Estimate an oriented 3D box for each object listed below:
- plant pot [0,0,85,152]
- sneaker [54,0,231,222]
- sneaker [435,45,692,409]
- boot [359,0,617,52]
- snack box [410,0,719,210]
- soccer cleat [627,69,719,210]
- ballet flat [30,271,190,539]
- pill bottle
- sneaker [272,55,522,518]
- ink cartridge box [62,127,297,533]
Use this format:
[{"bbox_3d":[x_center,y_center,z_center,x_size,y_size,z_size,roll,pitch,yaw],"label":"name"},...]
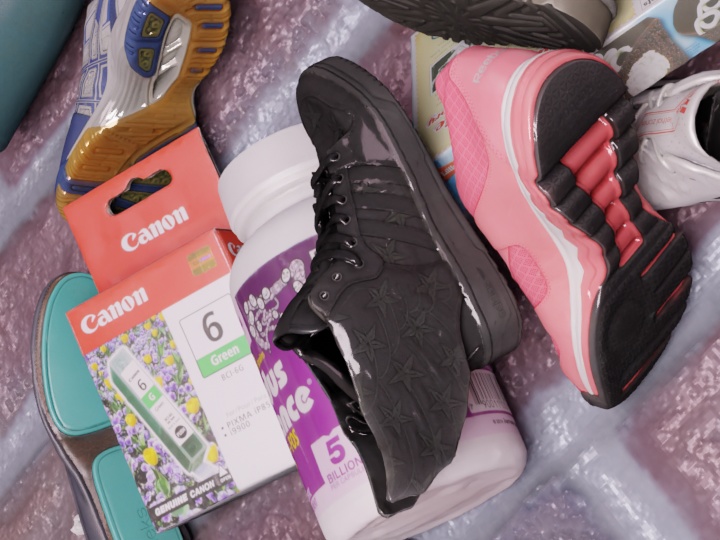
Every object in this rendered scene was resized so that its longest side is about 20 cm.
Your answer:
[{"bbox_3d":[-0.255,-0.199,0.895,0.161,0.200,0.201,-50,61,11],"label":"plant pot"},{"bbox_3d":[-0.134,-0.116,0.868,0.201,0.074,0.089,-59,42,33],"label":"sneaker"},{"bbox_3d":[0.090,-0.024,0.664,0.074,0.202,0.086,-41,42,-22],"label":"sneaker"},{"bbox_3d":[0.087,-0.206,0.681,0.180,0.072,0.202,17,82,37],"label":"boot"},{"bbox_3d":[0.108,-0.123,0.694,0.199,0.037,0.117,-33,34,28],"label":"snack box"},{"bbox_3d":[0.145,-0.061,0.666,0.198,0.085,0.070,-2,85,34],"label":"soccer cleat"},{"bbox_3d":[-0.155,0.103,0.871,0.073,0.073,0.202,-26,77,30],"label":"ballet flat"},{"bbox_3d":[-0.002,0.030,0.743,0.112,0.112,0.202,-34,68,27],"label":"pill bottle"},{"bbox_3d":[-0.001,0.001,0.661,0.201,0.103,0.060,57,157,13],"label":"sneaker"},{"bbox_3d":[-0.102,0.031,0.821,0.108,0.050,0.202,-27,81,18],"label":"ink cartridge box"}]
